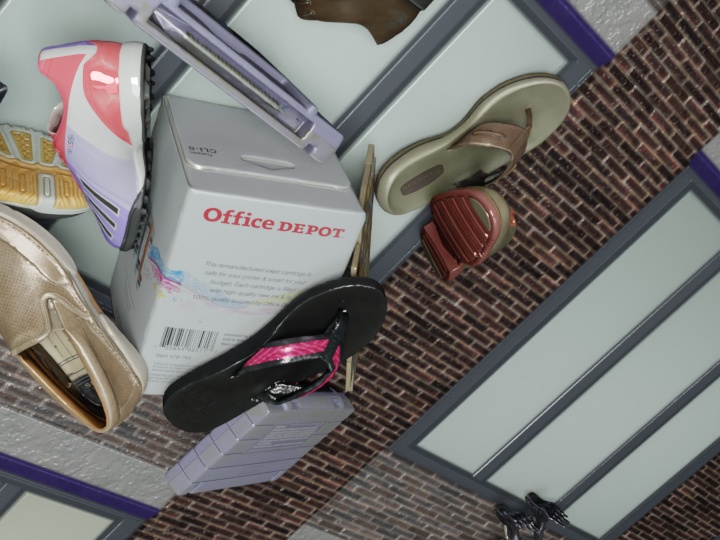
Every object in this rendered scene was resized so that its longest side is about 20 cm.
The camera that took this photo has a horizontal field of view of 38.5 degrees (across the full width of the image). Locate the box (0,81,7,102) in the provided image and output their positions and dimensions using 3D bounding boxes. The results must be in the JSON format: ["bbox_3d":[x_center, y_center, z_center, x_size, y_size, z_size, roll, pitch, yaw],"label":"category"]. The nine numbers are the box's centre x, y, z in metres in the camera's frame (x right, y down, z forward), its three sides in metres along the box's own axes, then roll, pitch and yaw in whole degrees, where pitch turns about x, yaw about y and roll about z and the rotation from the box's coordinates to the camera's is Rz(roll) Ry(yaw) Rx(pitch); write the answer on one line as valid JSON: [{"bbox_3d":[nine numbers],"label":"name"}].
[{"bbox_3d":[-0.370,-0.087,0.638,0.198,0.123,0.200,37,109,-6],"label":"box"}]

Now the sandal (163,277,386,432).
[{"bbox_3d":[-0.061,0.077,0.800,0.200,0.045,0.075,-32,129,7],"label":"sandal"}]

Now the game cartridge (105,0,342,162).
[{"bbox_3d":[-0.108,-0.162,0.731,0.038,0.130,0.200,-47,130,11],"label":"game cartridge"}]

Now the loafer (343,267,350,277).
[{"bbox_3d":[-0.075,0.069,0.994,0.200,0.070,0.070,-44,167,11],"label":"loafer"}]

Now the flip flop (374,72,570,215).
[{"bbox_3d":[0.106,-0.105,0.927,0.200,0.058,0.081,-29,133,-6],"label":"flip flop"}]

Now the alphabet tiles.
[{"bbox_3d":[0.000,0.000,0.903,0.006,0.167,0.201,6,128,3],"label":"alphabet tiles"}]

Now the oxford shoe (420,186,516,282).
[{"bbox_3d":[0.106,-0.045,0.927,0.075,0.071,0.200,-27,177,-11],"label":"oxford shoe"}]

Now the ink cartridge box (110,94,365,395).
[{"bbox_3d":[-0.108,-0.016,0.847,0.145,0.145,0.200,7,125,-26],"label":"ink cartridge box"}]

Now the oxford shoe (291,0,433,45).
[{"bbox_3d":[-0.032,-0.226,0.763,0.200,0.073,0.084,28,114,-37],"label":"oxford shoe"}]

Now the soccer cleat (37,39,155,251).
[{"bbox_3d":[-0.187,-0.087,0.741,0.073,0.068,0.200,4,146,-9],"label":"soccer cleat"}]

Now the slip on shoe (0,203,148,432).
[{"bbox_3d":[-0.236,0.036,0.755,0.076,0.061,0.200,-25,112,22],"label":"slip on shoe"}]

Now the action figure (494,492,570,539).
[{"bbox_3d":[0.195,0.391,1.341,0.118,0.102,0.201,-6,128,-35],"label":"action figure"}]

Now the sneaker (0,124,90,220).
[{"bbox_3d":[-0.304,-0.059,0.788,0.199,0.076,0.088,4,139,-21],"label":"sneaker"}]

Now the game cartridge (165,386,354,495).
[{"bbox_3d":[-0.093,0.164,1.021,0.130,0.038,0.200,-47,159,11],"label":"game cartridge"}]
